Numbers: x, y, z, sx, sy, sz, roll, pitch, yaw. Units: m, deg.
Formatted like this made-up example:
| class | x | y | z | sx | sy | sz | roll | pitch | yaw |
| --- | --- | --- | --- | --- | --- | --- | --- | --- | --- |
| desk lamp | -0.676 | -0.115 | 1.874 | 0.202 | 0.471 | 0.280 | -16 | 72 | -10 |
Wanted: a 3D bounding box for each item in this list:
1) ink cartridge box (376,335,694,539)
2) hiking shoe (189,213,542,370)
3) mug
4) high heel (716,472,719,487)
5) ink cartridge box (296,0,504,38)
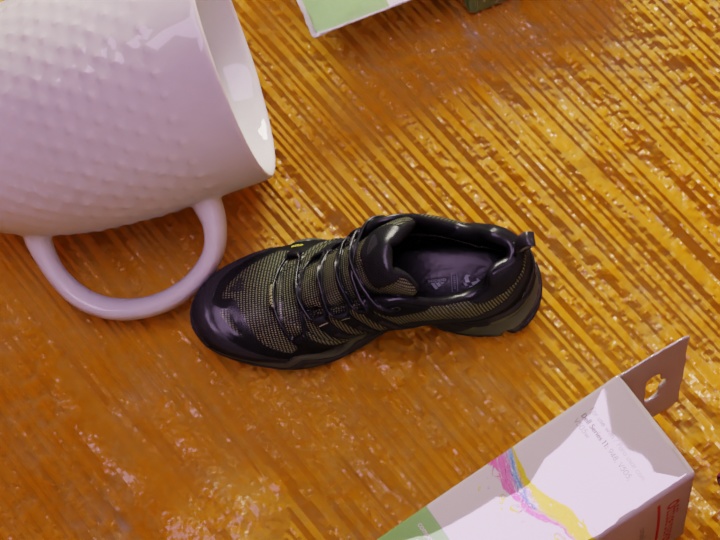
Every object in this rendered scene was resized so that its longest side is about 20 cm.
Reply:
| class | x | y | z | sx | sy | sz | roll | pitch | yaw |
| --- | --- | --- | --- | --- | --- | --- | --- | --- | --- |
| ink cartridge box | 0.105 | 0.128 | 1.090 | 0.199 | 0.117 | 0.068 | -34 | 69 | -7 |
| hiking shoe | 0.000 | 0.000 | 1.162 | 0.198 | 0.101 | 0.076 | -9 | 66 | 2 |
| mug | -0.145 | -0.070 | 1.196 | 0.174 | 0.148 | 0.202 | -18 | 96 | 7 |
| high heel | 0.246 | 0.184 | 1.080 | 0.095 | 0.068 | 0.201 | -4 | 52 | -6 |
| ink cartridge box | 0.040 | -0.223 | 1.279 | 0.199 | 0.048 | 0.146 | -23 | 67 | -3 |
